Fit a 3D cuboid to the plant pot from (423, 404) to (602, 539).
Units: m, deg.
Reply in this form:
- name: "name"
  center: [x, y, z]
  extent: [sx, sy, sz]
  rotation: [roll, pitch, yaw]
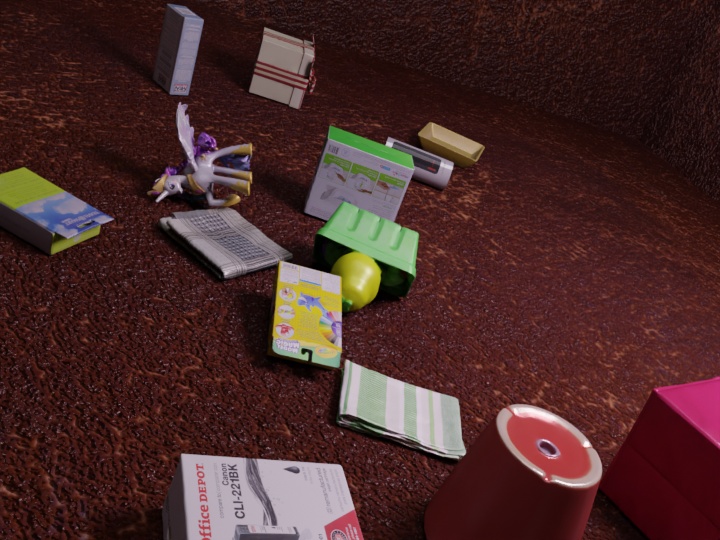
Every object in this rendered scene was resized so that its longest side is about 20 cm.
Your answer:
- name: "plant pot"
  center: [0.198, 0.282, 0.976]
  extent: [0.196, 0.180, 0.202]
  rotation: [17, 27, -9]

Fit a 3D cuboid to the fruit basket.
- name: "fruit basket"
  center: [0.000, 0.000, 1.442]
  extent: [0.210, 0.156, 0.221]
  rotation: [2, 70, -6]

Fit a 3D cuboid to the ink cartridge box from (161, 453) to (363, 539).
- name: "ink cartridge box"
  center: [-0.106, 0.284, 0.845]
  extent: [0.196, 0.085, 0.145]
  rotation: [9, 29, -23]

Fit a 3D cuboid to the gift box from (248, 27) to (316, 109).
- name: "gift box"
  center: [-0.217, -0.605, 2.309]
  extent: [0.183, 0.203, 0.186]
  rotation: [16, 31, -14]

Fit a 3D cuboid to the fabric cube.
- name: "fabric cube"
  center: [0.514, 0.302, 1.154]
  extent: [0.193, 0.204, 0.200]
  rotation: [-1, 32, -36]

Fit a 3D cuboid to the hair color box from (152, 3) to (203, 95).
- name: "hair color box"
  center: [-0.474, -0.570, 2.033]
  extent: [0.060, 0.203, 0.099]
  rotation: [-7, 37, -43]

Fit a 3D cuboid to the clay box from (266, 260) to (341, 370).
- name: "clay box"
  center: [-0.088, 0.079, 1.255]
  extent: [0.112, 0.048, 0.203]
  rotation: [15, 41, -13]

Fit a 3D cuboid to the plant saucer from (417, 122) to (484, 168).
- name: "plant saucer"
  center: [0.276, -0.382, 2.431]
  extent: [0.197, 0.049, 0.200]
  rotation: [26, 26, 6]

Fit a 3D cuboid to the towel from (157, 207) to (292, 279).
- name: "towel"
  center: [-0.246, -0.060, 1.441]
  extent: [0.198, 0.035, 0.191]
  rotation: [35, 29, 26]

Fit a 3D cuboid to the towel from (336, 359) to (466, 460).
- name: "towel"
  center: [0.062, 0.209, 1.185]
  extent: [0.196, 0.024, 0.153]
  rotation: [19, 26, -7]

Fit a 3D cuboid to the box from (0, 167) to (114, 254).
- name: "box"
  center: [-0.520, -0.095, 1.280]
  extent: [0.197, 0.048, 0.122]
  rotation: [28, 27, 11]

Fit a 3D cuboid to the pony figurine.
- name: "pony figurine"
  center: [-0.312, -0.207, 1.541]
  extent: [0.195, 0.168, 0.197]
  rotation: [1, 55, -4]

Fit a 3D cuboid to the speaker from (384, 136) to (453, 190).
- name: "speaker"
  center: [0.151, -0.289, 2.124]
  extent: [0.196, 0.083, 0.082]
  rotation: [21, 26, -2]

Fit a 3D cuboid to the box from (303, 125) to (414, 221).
- name: "box"
  center: [-0.005, -0.186, 1.699]
  extent: [0.196, 0.179, 0.097]
  rotation: [17, 26, -8]
